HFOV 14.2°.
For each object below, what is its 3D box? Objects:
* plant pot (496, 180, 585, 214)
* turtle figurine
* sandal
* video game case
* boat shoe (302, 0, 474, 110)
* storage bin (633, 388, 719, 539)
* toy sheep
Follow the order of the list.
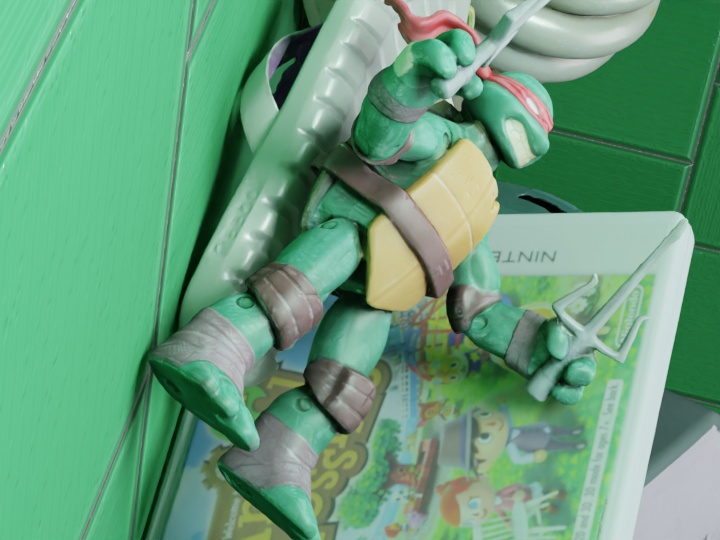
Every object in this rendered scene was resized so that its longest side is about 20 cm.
[{"bbox_3d":[0.051,0.069,1.516,0.200,0.199,0.197,-69,164,-62],"label":"plant pot"},{"bbox_3d":[0.022,-0.009,0.984,0.200,0.150,0.101,-46,-149,-14],"label":"turtle figurine"},{"bbox_3d":[-0.021,-0.052,1.045,0.203,0.050,0.083,-60,151,-27],"label":"sandal"},{"bbox_3d":[0.015,0.066,1.034,0.022,0.181,0.201,56,41,-49],"label":"video game case"},{"bbox_3d":[0.014,-0.096,1.191,0.202,0.072,0.061,86,22,-63],"label":"boat shoe"},{"bbox_3d":[0.118,0.129,1.381,0.145,0.134,0.201,-36,126,-33],"label":"storage bin"},{"bbox_3d":[0.073,-0.141,1.265,0.200,0.137,0.138,-44,-158,47],"label":"toy sheep"}]
